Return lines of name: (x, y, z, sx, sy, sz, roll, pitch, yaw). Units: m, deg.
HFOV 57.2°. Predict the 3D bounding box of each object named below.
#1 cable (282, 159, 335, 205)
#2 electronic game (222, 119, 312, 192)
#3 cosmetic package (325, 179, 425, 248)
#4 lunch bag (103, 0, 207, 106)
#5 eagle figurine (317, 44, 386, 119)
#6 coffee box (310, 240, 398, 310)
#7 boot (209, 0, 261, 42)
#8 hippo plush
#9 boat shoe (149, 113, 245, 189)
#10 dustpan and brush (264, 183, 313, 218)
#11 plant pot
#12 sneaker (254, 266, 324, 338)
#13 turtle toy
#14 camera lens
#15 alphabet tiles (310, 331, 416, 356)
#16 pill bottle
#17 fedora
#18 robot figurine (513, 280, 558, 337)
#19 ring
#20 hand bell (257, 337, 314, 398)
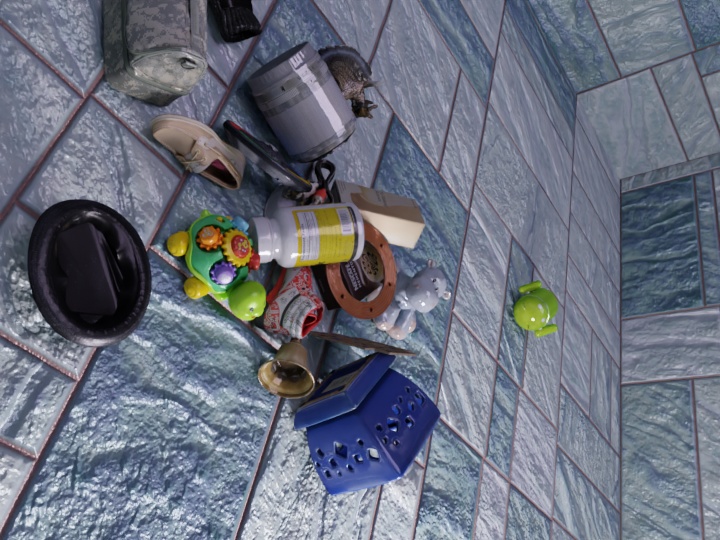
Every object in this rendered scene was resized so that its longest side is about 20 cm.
cable: (-0.078, -0.179, 1.346, 0.200, 0.096, 0.051, -61, 167, -48)
electronic game: (-0.169, -0.210, 1.218, 0.199, 0.042, 0.200, 38, 7, -5)
cosmetic package: (0.030, -0.122, 1.430, 0.198, 0.071, 0.106, 10, 36, -22)
lunch bag: (-0.315, -0.393, 1.063, 0.139, 0.167, 0.202, 13, 68, -51)
eagle figurine: (-0.044, -0.415, 1.443, 0.200, 0.151, 0.151, 52, 23, -27)
coffee box: (-0.009, -0.007, 1.430, 0.200, 0.079, 0.114, -35, 107, -52)
boot: (-0.226, -0.543, 1.305, 0.211, 0.079, 0.159, -37, 102, -41)
hippo plush: (0.131, 0.066, 1.529, 0.200, 0.160, 0.160, -42, 112, -51)
boat shoe: (-0.273, -0.199, 1.137, 0.199, 0.073, 0.070, 25, 54, -49)
dustpan and brush: (-0.153, -0.081, 1.292, 0.140, 0.057, 0.200, 53, 34, -12)
plant pot: (0.004, 0.279, 1.254, 0.181, 0.199, 0.200, 57, 39, -6)
sneaker: (-0.107, 0.042, 1.242, 0.068, 0.107, 0.202, 87, 25, -47)
turtle toy: (-0.224, -0.010, 1.119, 0.145, 0.100, 0.202, -31, 104, -53)
camera lens: (-0.113, -0.330, 1.325, 0.201, 0.159, 0.160, 57, 40, -24)
alphabet tiles: (0.004, 0.144, 1.301, 0.166, 0.199, 0.006, 13, 88, -54)
pill bottle: (-0.102, -0.064, 1.214, 0.198, 0.111, 0.112, -6, 82, -23)
fedora: (-0.383, 0.008, 0.904, 0.200, 0.091, 0.203, 22, 62, -49)
robot figurine: (0.569, 0.125, 2.146, 0.199, 0.115, 0.177, -22, 95, -53)
ring: (0.000, 0.000, 1.348, 0.199, 0.019, 0.203, 11, 74, -42)
hand bell: (-0.121, 0.130, 1.250, 0.104, 0.103, 0.201, 52, 30, -30)
